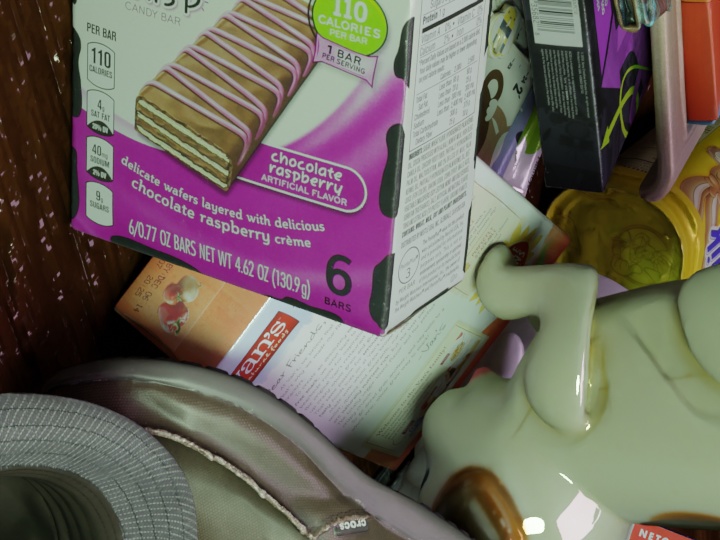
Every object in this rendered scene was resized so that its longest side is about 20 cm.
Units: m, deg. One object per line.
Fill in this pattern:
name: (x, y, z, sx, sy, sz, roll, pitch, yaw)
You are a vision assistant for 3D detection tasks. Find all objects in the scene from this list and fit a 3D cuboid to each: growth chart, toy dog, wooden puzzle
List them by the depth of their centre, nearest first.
toy dog: (0.116, 0.070, 0.894, 0.194, 0.200, 0.140, 65, 14, 7)
growth chart: (0.053, -0.089, 1.006, 0.200, 0.018, 0.145, 22, 87, -62)
wooden puzzle: (0.181, -0.158, 1.080, 0.185, 0.037, 0.200, -52, 145, -54)

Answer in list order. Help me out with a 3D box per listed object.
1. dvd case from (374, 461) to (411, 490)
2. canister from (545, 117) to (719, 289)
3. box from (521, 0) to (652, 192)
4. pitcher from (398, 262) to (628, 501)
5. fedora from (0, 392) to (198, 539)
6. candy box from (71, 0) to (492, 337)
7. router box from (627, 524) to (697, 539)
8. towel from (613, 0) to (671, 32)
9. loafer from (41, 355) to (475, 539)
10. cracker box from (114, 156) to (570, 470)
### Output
dvd case: (-0.005, 0.213, 1.098, 0.149, 0.016, 0.200, -51, 147, -35)
canister: (0.180, -0.014, 1.229, 0.200, 0.086, 0.149, -36, 138, -52)
box: (0.126, -0.157, 1.037, 0.143, 0.036, 0.200, 77, 28, -44)
pitcher: (0.073, 0.087, 1.031, 0.172, 0.121, 0.200, 66, 41, -54)
fedora: (-0.150, 0.112, 0.662, 0.200, 0.090, 0.177, -14, 118, -52)
candy box: (-0.027, -0.093, 0.711, 0.061, 0.136, 0.201, -34, 135, -51)
router box: (0.106, 0.211, 1.149, 0.200, 0.049, 0.180, -171, -78, -78)
towel: (0.100, -0.201, 0.883, 0.147, 0.022, 0.201, -41, 118, -75)
loafer: (-0.034, 0.098, 0.789, 0.200, 0.073, 0.071, 32, 60, -22)
cracker box: (0.000, 0.000, 0.880, 0.134, 0.058, 0.200, -52, 154, 2)
